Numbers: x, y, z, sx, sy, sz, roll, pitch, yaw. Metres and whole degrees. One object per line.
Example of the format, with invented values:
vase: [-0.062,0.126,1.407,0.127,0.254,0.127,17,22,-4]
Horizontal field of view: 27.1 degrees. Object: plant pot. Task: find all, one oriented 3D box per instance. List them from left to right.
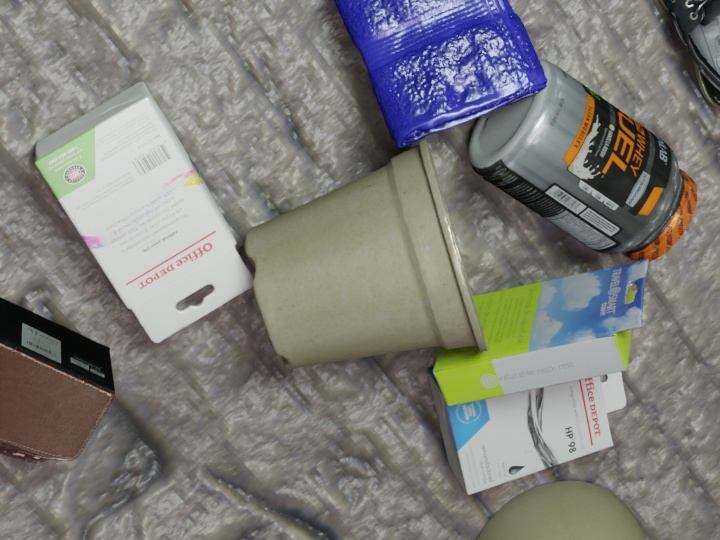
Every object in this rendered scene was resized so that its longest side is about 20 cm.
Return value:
plant pot: [0.000,0.000,1.351,0.182,0.201,0.202,-16,113,5]
plant pot: [0.223,0.338,1.543,0.198,0.135,0.202,-4,111,-12]

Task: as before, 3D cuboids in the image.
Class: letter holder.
letter holder: [-0.342,0.106,1.338,0.199,0.101,0.143,28,103,-21]

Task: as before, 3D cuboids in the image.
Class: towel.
towel: [0.061,-0.224,1.300,0.147,0.050,0.201,-23,83,-6]

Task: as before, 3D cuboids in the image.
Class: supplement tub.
supplement tub: [0.210,-0.096,1.391,0.199,0.123,0.123,30,100,-22]

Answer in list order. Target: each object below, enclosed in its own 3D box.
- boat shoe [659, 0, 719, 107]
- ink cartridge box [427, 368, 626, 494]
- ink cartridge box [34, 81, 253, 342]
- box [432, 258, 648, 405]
boat shoe: [0.330,-0.237,1.400,0.074,0.066,0.201,-23,113,-5]
ink cartridge box: [0.178,0.131,1.494,0.198,0.067,0.117,-18,112,-7]
ink cartridge box: [-0.190,-0.050,1.336,0.117,0.067,0.201,-30,113,-3]
box: [0.174,0.057,1.396,0.198,0.122,0.048,-13,118,22]
